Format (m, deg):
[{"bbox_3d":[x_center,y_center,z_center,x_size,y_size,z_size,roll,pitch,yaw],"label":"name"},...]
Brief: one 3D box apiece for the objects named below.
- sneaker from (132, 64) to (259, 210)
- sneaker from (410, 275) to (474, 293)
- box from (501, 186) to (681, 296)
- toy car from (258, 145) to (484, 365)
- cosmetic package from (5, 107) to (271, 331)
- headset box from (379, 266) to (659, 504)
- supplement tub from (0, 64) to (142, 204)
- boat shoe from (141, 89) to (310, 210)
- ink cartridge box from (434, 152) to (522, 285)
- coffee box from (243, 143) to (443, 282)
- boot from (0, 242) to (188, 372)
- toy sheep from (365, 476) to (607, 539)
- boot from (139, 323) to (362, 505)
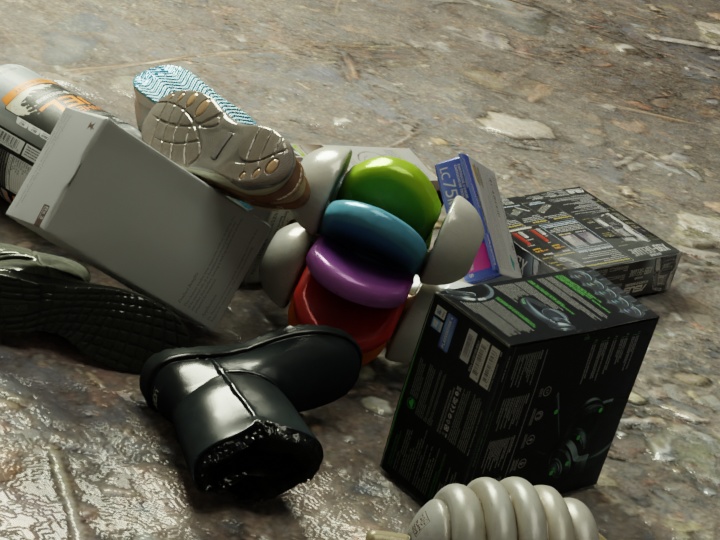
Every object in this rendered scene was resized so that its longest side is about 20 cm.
[{"bbox_3d":[-0.143,-0.112,1.862,0.076,0.081,0.200,-22,47,-24],"label":"sneaker"},{"bbox_3d":[0.054,0.023,1.876,0.200,0.073,0.071,16,28,1],"label":"sneaker"},{"bbox_3d":[0.216,-0.025,2.100,0.200,0.050,0.158,-10,36,-43],"label":"box"},{"bbox_3d":[0.000,0.000,1.748,0.175,0.200,0.150,25,30,3],"label":"toy car"},{"bbox_3d":[-0.189,-0.043,1.716,0.200,0.113,0.081,35,-9,-34],"label":"cosmetic package"},{"bbox_3d":[0.137,0.099,1.649,0.200,0.174,0.093,-9,36,-42],"label":"headset box"},{"bbox_3d":[-0.281,-0.104,1.878,0.200,0.123,0.123,29,28,25],"label":"supplement tub"},{"bbox_3d":[-0.119,-0.098,1.752,0.200,0.076,0.072,31,-10,44],"label":"boat shoe"},{"bbox_3d":[0.114,-0.045,1.925,0.042,0.119,0.200,-16,-6,9],"label":"ink cartridge box"},{"bbox_3d":[-0.029,-0.055,1.925,0.200,0.113,0.080,-1,36,-37],"label":"coffee box"},{"bbox_3d":[-0.242,0.020,1.722,0.200,0.068,0.131,16,16,-8],"label":"boot"},{"bbox_3d":[0.099,0.213,1.440,0.200,0.138,0.138,7,26,-18],"label":"toy sheep"},{"bbox_3d":[-0.064,0.117,1.601,0.200,0.076,0.168,-5,28,-25],"label":"boot"}]
